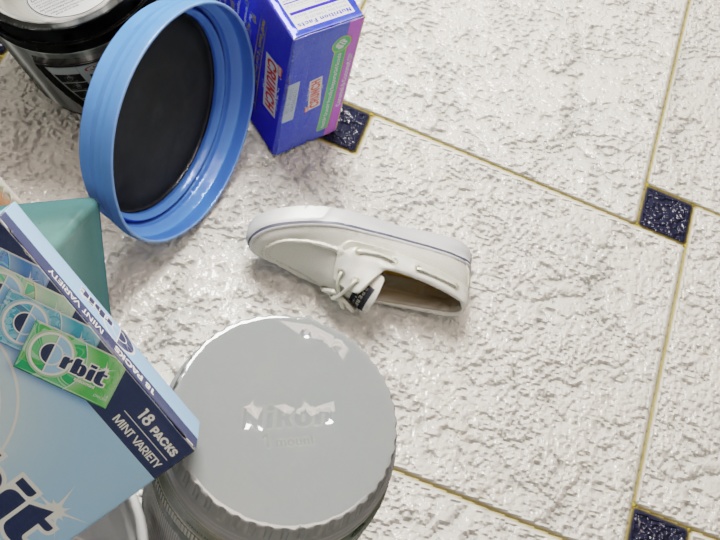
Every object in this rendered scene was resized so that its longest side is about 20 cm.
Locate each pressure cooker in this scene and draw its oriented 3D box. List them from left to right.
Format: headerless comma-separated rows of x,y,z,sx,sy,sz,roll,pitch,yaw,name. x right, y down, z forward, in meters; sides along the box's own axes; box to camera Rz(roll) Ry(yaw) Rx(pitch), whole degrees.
-0.231,-0.239,0.939,0.178,0.200,0.177,23,75,13,pressure cooker

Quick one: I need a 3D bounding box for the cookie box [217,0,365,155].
-0.088,-0.234,1.012,0.075,0.171,0.201,-24,70,-22,cookie box

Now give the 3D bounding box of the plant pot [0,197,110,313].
-0.242,0.027,0.764,0.140,0.200,0.142,-6,95,-12,plant pot

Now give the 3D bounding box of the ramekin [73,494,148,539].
-0.243,0.207,0.759,0.199,0.105,0.201,6,60,-11,ramekin

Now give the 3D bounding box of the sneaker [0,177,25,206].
-0.274,-0.016,0.902,0.071,0.080,0.200,-37,97,-13,sneaker

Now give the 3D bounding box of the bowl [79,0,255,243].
-0.154,-0.123,0.921,0.039,0.201,0.201,20,56,21,bowl

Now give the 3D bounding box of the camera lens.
-0.067,0.139,0.785,0.159,0.200,0.161,6,60,-11,camera lens

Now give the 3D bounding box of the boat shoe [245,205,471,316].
0.000,0.000,0.963,0.199,0.071,0.070,12,56,-15,boat shoe

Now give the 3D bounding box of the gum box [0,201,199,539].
-0.222,0.089,0.645,0.200,0.045,0.170,-36,105,6,gum box
